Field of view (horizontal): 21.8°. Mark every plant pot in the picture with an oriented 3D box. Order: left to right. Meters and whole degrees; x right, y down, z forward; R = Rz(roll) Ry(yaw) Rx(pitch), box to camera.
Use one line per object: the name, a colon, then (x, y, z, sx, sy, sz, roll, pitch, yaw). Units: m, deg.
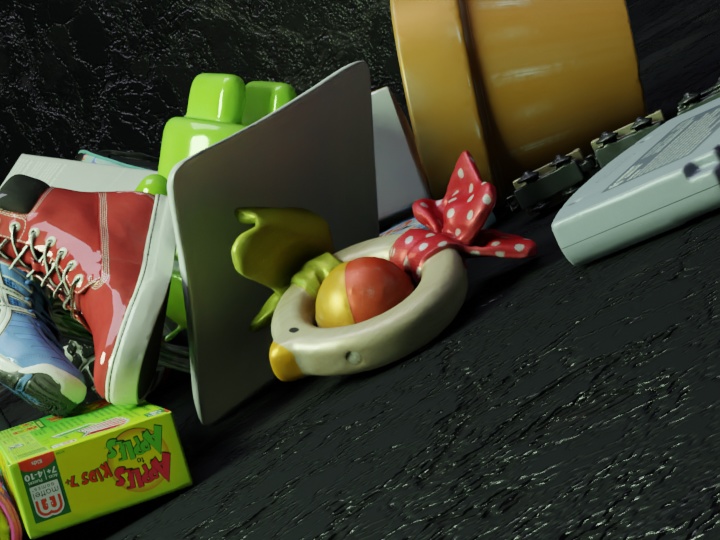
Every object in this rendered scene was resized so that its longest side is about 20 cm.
plant pot: (0.134, -0.158, 1.520, 0.182, 0.202, 0.200, -12, 9, 8)

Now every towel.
towel: (-0.216, 0.042, 1.432, 0.152, 0.024, 0.199, 10, -9, 40)

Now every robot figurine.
robot figurine: (-0.097, -0.042, 1.382, 0.174, 0.202, 0.115, 7, 4, -29)

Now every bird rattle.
bird rattle: (0.015, 0.015, 1.194, 0.198, 0.113, 0.164, -6, 32, 13)

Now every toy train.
toy train: (0.196, -0.092, 1.364, 0.199, 0.034, 0.046, -26, 4, 22)

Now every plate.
plate: (-0.061, -0.024, 1.286, 0.032, 0.201, 0.199, 21, 39, 34)

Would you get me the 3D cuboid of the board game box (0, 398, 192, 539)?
board game box: (-0.175, 0.120, 1.184, 0.101, 0.048, 0.200, -17, 4, -14)

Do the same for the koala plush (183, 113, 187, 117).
koala plush: (-0.069, -0.086, 1.832, 0.199, 0.184, 0.178, -3, -47, -33)

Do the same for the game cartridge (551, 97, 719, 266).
game cartridge: (0.200, -0.065, 1.151, 0.133, 0.042, 0.200, -29, 5, 38)

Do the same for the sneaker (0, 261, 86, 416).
sneaker: (-0.241, 0.029, 1.269, 0.077, 0.076, 0.200, -47, 48, -7)

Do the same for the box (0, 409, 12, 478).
box: (-0.365, 0.131, 1.377, 0.199, 0.183, 0.104, -31, 8, -16)

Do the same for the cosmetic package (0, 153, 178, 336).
cosmetic package: (-0.212, -0.022, 1.493, 0.199, 0.090, 0.107, 13, 61, 37)

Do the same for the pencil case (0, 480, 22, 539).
pencil case: (-0.261, 0.160, 1.173, 0.088, 0.089, 0.200, -30, 7, -15)

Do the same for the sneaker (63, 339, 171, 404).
sneaker: (-0.213, 0.077, 1.627, 0.085, 0.078, 0.199, -23, 4, -36)

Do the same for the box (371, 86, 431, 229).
box: (-0.008, -0.074, 1.560, 0.123, 0.098, 0.200, -20, -6, 4)

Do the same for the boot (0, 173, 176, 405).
boot: (-0.195, 0.009, 1.220, 0.143, 0.073, 0.201, 10, 34, -8)

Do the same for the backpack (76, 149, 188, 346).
backpack: (-0.163, -0.017, 1.638, 0.199, 0.175, 0.154, 4, 69, 44)

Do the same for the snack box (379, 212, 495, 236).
snack box: (0.000, 0.000, 1.467, 0.199, 0.037, 0.116, -24, 9, 37)
